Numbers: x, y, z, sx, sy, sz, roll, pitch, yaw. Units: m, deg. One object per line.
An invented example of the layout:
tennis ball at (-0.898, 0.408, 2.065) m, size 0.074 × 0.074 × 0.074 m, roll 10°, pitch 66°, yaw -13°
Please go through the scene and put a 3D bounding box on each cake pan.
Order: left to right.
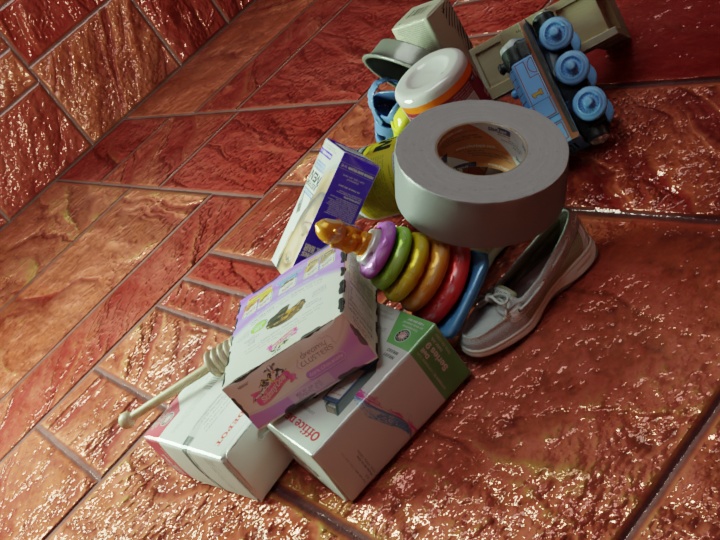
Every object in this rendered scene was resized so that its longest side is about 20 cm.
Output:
cake pan at (0.099, -0.285, 1.469) m, size 0.200 × 0.199 × 0.037 m, roll 25°, pitch 89°, yaw 61°

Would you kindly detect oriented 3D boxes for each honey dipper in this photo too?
honey dipper at (-0.233, 0.147, 1.272) m, size 0.199 × 0.038 × 0.038 m, roll -31°, pitch 27°, yaw 14°

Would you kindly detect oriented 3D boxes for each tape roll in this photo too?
tape roll at (0.138, -0.115, 1.141) m, size 0.198 × 0.066 × 0.201 m, roll -1°, pitch 43°, yaw 1°

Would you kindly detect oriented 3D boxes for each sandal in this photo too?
sandal at (0.050, -0.244, 1.540) m, size 0.079 × 0.087 × 0.200 m, roll -45°, pitch -3°, yaw -11°

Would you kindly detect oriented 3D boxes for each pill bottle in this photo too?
pill bottle at (0.047, -0.139, 1.487) m, size 0.199 × 0.115 × 0.115 m, roll -13°, pitch 35°, yaw 40°
pill bottle at (0.141, -0.193, 1.353) m, size 0.109 × 0.200 × 0.110 m, roll -27°, pitch 32°, yaw 19°

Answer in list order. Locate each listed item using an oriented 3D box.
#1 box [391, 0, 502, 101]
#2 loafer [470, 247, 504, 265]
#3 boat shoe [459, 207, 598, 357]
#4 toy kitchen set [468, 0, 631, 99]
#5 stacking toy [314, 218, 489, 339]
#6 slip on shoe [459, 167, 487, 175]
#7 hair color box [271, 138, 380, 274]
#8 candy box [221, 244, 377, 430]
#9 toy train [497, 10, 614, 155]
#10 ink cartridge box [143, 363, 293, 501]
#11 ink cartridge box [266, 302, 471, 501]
box at (0.139, -0.322, 1.568) m, size 0.082 × 0.201 × 0.068 m, roll -3°, pitch 39°, yaw 46°
loafer at (0.145, -0.047, 1.268) m, size 0.075 × 0.068 × 0.201 m, roll -9°, pitch 38°, yaw 43°
boat shoe at (0.183, 0.016, 1.126) m, size 0.202 × 0.065 × 0.074 m, roll -41°, pitch 27°, yaw -9°
toy kitchen set at (0.300, -0.297, 1.467) m, size 0.199 × 0.164 × 0.180 m, roll -24°, pitch 1°, yaw 24°
stacking toy at (0.037, -0.013, 1.131) m, size 0.110 × 0.199 × 0.116 m, roll -65°, pitch 16°, yaw -2°
slip on shoe at (0.127, -0.107, 1.320) m, size 0.061 × 0.200 × 0.075 m, roll -10°, pitch 69°, yaw -10°
hair color box at (-0.052, -0.079, 1.418) m, size 0.201 × 0.064 × 0.109 m, roll -67°, pitch 22°, yaw 10°
candy box at (-0.066, 0.066, 1.152) m, size 0.167 × 0.072 × 0.200 m, roll -32°, pitch 23°, yaw 16°
toy train at (0.259, -0.247, 1.331) m, size 0.114 × 0.201 × 0.087 m, roll -27°, pitch -14°, yaw 18°
ink cartridge box at (-0.157, 0.192, 1.240) m, size 0.199 × 0.085 × 0.146 m, roll -2°, pitch 43°, yaw 52°
ink cartridge box at (0.003, 0.142, 1.122) m, size 0.200 × 0.088 × 0.145 m, roll -46°, pitch 28°, yaw -14°
